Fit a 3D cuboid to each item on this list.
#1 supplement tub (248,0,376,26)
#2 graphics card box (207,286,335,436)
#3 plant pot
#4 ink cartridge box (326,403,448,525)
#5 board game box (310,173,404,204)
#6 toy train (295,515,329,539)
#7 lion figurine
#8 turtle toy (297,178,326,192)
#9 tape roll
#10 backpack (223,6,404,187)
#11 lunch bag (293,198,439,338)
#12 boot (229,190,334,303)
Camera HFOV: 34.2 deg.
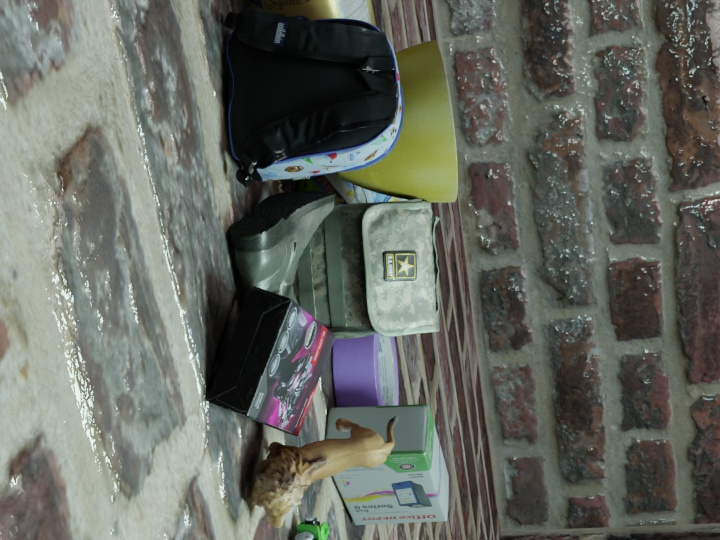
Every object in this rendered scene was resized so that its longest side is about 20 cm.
[{"bbox_3d":[-0.064,-0.336,1.392,0.145,0.144,0.200,-83,164,-45],"label":"supplement tub"},{"bbox_3d":[-0.088,0.100,1.233,0.200,0.051,0.126,50,60,-71],"label":"graphics card box"},{"bbox_3d":[0.035,-0.175,1.444,0.200,0.141,0.201,173,-90,-89],"label":"plant pot"},{"bbox_3d":[0.042,0.281,1.676,0.200,0.145,0.088,72,18,-50],"label":"ink cartridge box"},{"bbox_3d":[0.005,-0.140,1.535,0.200,0.034,0.135,49,62,-16],"label":"board game box"},{"bbox_3d":[-0.054,0.397,1.423,0.056,0.042,0.201,-38,124,-64],"label":"toy train"},{"bbox_3d":[-0.033,0.207,1.288,0.073,0.200,0.122,67,-14,-5],"label":"lion figurine"},{"bbox_3d":[-0.025,-0.127,1.616,0.200,0.101,0.146,-61,144,-70],"label":"turtle toy"},{"bbox_3d":[0.010,0.154,1.778,0.200,0.065,0.201,-5,90,-79],"label":"tape roll"},{"bbox_3d":[-0.046,-0.188,1.305,0.154,0.190,0.201,33,52,-76],"label":"backpack"},{"bbox_3d":[0.000,0.000,1.438,0.118,0.199,0.165,4,83,-79],"label":"lunch bag"},{"bbox_3d":[-0.087,-0.010,1.332,0.200,0.068,0.131,-40,130,-57],"label":"boot"}]
